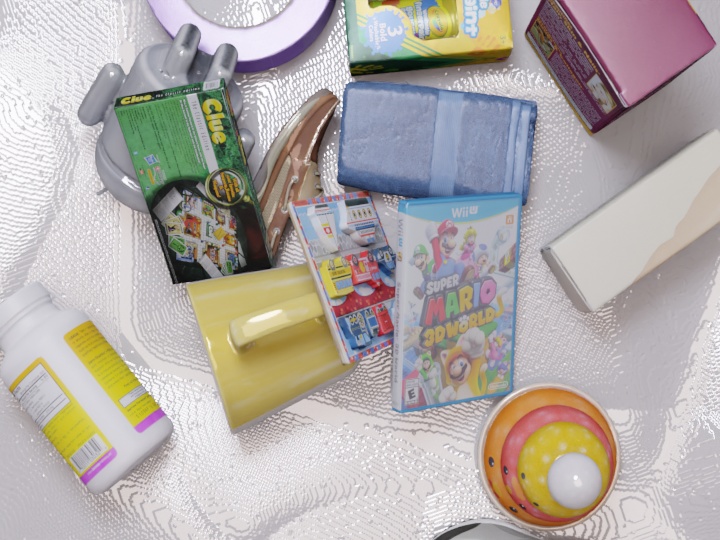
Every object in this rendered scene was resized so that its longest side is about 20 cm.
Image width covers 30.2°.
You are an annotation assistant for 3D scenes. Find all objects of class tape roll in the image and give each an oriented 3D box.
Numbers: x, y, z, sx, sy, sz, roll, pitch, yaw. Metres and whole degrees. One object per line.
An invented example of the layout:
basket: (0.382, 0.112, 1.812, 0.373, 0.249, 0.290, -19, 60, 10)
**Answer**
tape roll: (-0.119, -0.304, 1.337, 0.196, 0.066, 0.204, 0, 88, 0)

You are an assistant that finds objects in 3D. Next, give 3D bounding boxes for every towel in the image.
towel: (0.076, -0.127, 1.338, 0.196, 0.049, 0.114, 7, 91, 0)

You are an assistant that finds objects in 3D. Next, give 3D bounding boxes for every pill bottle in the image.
pill bottle: (-0.281, 0.111, 1.307, 0.104, 0.104, 0.201, -39, 88, -1)

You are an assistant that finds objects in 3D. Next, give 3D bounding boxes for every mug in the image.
mug: (-0.072, 0.069, 1.276, 0.151, 0.187, 0.152, -17, 113, -8)

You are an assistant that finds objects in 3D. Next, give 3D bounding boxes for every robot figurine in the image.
robot figurine: (-0.187, -0.137, 1.289, 0.168, 0.114, 0.201, 27, 122, -9)

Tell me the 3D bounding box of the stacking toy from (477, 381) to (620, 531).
stacking toy: (0.187, 0.182, 1.251, 0.143, 0.200, 0.149, 0, 88, 1)

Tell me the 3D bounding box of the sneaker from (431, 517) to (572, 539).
sneaker: (0.161, 0.291, 1.309, 0.197, 0.079, 0.075, 7, 90, 2)

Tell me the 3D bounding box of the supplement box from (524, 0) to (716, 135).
supplement box: (0.238, -0.220, 1.263, 0.102, 0.200, 0.132, -33, 89, 0)

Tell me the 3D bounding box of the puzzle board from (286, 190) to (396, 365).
puzzle board: (0.000, 0.000, 1.263, 0.017, 0.200, 0.153, -20, 89, 21)

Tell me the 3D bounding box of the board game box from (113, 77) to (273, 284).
board game box: (-0.152, -0.079, 1.247, 0.103, 0.024, 0.202, -7, 126, 7)

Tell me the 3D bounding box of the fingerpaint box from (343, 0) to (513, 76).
fingerpaint box: (0.061, -0.307, 1.330, 0.164, 0.073, 0.204, -4, 88, 1)

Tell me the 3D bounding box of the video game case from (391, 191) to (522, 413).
video game case: (0.094, 0.029, 1.290, 0.141, 0.018, 0.204, -6, 103, -33)

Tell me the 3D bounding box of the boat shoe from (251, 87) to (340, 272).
boat shoe: (-0.070, -0.085, 1.330, 0.071, 0.076, 0.202, 31, 98, -2)

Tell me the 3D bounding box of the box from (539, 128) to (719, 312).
box: (0.280, -0.047, 1.311, 0.199, 0.095, 0.078, -35, 89, 1)
